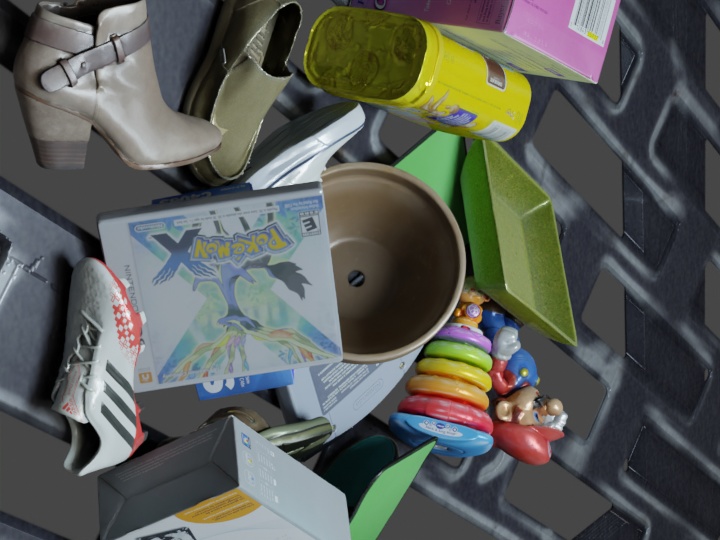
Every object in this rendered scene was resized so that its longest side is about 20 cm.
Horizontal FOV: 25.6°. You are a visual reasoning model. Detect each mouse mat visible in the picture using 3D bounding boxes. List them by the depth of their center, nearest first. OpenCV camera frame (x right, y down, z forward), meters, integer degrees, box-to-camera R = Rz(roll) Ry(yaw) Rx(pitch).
[{"bbox_3d":[0.004,0.264,1.639,0.200,0.008,0.161,-61,163,19],"label":"mouse mat"},{"bbox_3d":[0.074,-0.066,1.711,0.200,0.008,0.161,-43,131,-50],"label":"mouse mat"}]

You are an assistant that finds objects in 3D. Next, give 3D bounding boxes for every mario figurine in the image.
[{"bbox_3d":[0.193,0.123,1.805,0.123,0.106,0.200,4,62,-28],"label":"mario figurine"}]

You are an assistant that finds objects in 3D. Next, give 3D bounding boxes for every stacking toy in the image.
[{"bbox_3d":[0.107,0.100,1.752,0.110,0.116,0.200,90,14,-75],"label":"stacking toy"}]

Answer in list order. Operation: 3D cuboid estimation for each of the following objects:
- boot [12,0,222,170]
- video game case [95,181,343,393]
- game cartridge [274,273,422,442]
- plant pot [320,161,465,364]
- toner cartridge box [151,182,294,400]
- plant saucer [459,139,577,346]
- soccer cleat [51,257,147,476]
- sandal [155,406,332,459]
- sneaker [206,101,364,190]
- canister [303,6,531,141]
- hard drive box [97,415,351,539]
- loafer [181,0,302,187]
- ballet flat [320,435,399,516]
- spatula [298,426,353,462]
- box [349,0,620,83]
[{"bbox_3d":[-0.197,-0.162,1.333,0.200,0.070,0.146,-12,123,-37],"label":"boot"},{"bbox_3d":[-0.123,0.017,1.423,0.200,0.022,0.183,-9,120,-4],"label":"video game case"},{"bbox_3d":[-0.013,0.093,1.670,0.200,0.042,0.133,-39,133,-35],"label":"game cartridge"},{"bbox_3d":[0.000,0.000,1.576,0.201,0.201,0.093,-62,177,-14],"label":"plant pot"},{"bbox_3d":[-0.126,0.022,1.467,0.043,0.095,0.200,-98,176,-60],"label":"toner cartridge box"},{"bbox_3d":[0.170,-0.028,1.774,0.200,0.048,0.200,36,41,-53],"label":"plant saucer"},{"bbox_3d":[-0.235,0.087,1.387,0.085,0.069,0.200,-30,128,-45],"label":"soccer cleat"},{"bbox_3d":[-0.119,0.163,1.553,0.201,0.080,0.057,-5,66,-42],"label":"sandal"},{"bbox_3d":[-0.070,-0.088,1.515,0.200,0.073,0.071,-38,119,-21],"label":"sneaker"},{"bbox_3d":[0.061,-0.192,1.579,0.200,0.148,0.087,15,90,-52],"label":"canister"},{"bbox_3d":[-0.124,0.232,1.486,0.200,0.156,0.077,41,31,-47],"label":"hard drive box"},{"bbox_3d":[-0.107,-0.173,1.449,0.076,0.067,0.200,10,94,-50],"label":"loafer"},{"bbox_3d":[-0.028,0.261,1.695,0.200,0.069,0.070,-47,133,-27],"label":"ballet flat"},{"bbox_3d":[-0.067,0.207,1.652,0.200,0.021,0.057,-41,152,-38],"label":"spatula"},{"bbox_3d":[0.125,-0.267,1.585,0.176,0.200,0.097,16,89,-50],"label":"box"}]
